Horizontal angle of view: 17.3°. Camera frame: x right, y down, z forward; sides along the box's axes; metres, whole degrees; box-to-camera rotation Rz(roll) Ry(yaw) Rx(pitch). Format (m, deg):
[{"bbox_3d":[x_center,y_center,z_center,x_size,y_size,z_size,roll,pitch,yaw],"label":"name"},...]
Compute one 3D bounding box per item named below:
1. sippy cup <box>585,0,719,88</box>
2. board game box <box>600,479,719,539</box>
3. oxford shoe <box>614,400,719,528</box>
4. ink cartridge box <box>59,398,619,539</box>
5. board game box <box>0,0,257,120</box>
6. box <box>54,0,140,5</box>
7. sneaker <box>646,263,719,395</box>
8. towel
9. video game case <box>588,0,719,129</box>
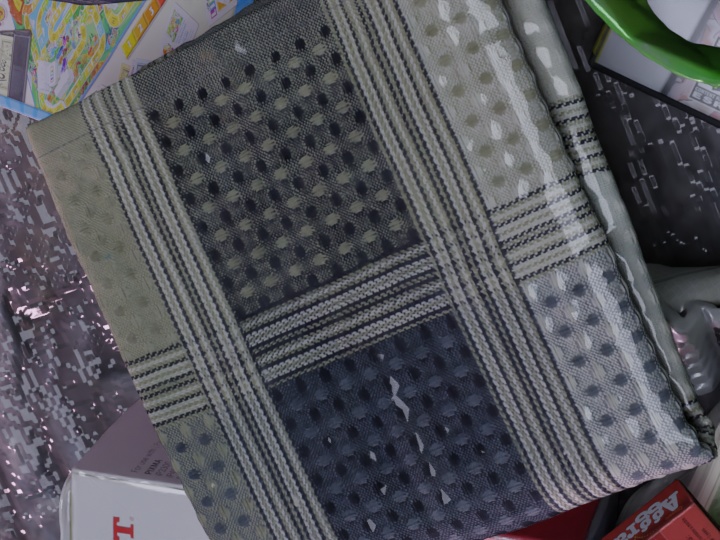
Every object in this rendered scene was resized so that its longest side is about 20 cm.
[{"bbox_3d":[0.138,-0.145,0.715,0.178,0.140,0.130,-39,86,1],"label":"sippy cup"},{"bbox_3d":[0.130,0.171,0.866,0.103,0.019,0.200,-39,120,7],"label":"board game box"},{"bbox_3d":[0.150,0.063,0.855,0.075,0.058,0.200,22,116,-20],"label":"oxford shoe"},{"bbox_3d":[-0.008,0.139,0.920,0.200,0.083,0.147,8,113,14],"label":"ink cartridge box"},{"bbox_3d":[-0.088,-0.147,0.858,0.134,0.034,0.200,21,116,8],"label":"board game box"},{"bbox_3d":[-0.038,-0.191,0.749,0.158,0.051,0.200,-4,89,29],"label":"box"},{"bbox_3d":[0.055,0.015,0.860,0.200,0.075,0.081,-9,64,6],"label":"sneaker"},{"bbox_3d":[0.000,0.000,0.801,0.192,0.035,0.200,-23,93,29],"label":"towel"},{"bbox_3d":[0.201,-0.106,0.790,0.200,0.026,0.181,26,116,6],"label":"video game case"}]
